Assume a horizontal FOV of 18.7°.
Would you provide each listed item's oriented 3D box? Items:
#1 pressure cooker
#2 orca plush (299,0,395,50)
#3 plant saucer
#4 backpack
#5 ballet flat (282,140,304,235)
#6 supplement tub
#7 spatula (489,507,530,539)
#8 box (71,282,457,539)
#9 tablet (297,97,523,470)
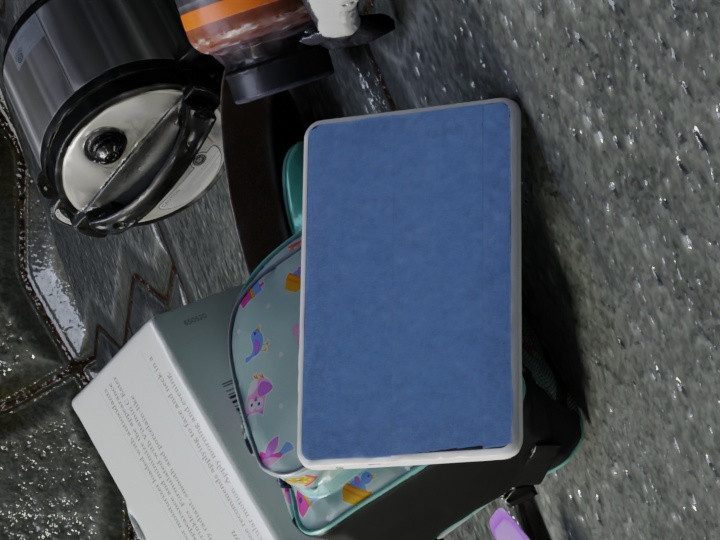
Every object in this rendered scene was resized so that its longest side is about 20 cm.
[{"bbox_3d":[-0.205,-0.133,1.883,0.176,0.178,0.200,91,157,-46],"label":"pressure cooker"},{"bbox_3d":[0.001,-0.209,1.281,0.200,0.105,0.071,70,-148,-58],"label":"orca plush"},{"bbox_3d":[-0.060,-0.059,1.602,0.200,0.034,0.201,-10,-90,-80],"label":"plant saucer"},{"bbox_3d":[0.010,0.051,1.293,0.153,0.176,0.200,40,-159,-43],"label":"backpack"},{"bbox_3d":[0.000,0.000,1.544,0.070,0.067,0.200,13,125,45],"label":"ballet flat"},{"bbox_3d":[-0.080,-0.215,1.452,0.107,0.107,0.200,-174,66,-74],"label":"supplement tub"},{"bbox_3d":[0.133,0.246,1.414,0.057,0.021,0.200,115,134,-68],"label":"spatula"},{"bbox_3d":[-0.045,0.114,1.441,0.131,0.200,0.199,-43,74,46],"label":"box"},{"bbox_3d":[0.027,0.007,1.198,0.014,0.130,0.200,33,-125,-62],"label":"tablet"}]
